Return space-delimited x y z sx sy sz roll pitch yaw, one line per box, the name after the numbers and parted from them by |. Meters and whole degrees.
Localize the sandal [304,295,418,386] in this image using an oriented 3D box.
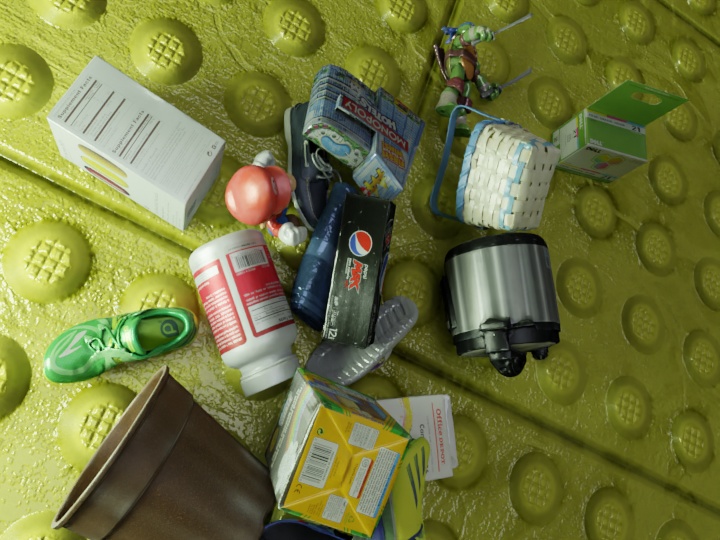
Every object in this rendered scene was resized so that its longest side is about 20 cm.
0.009 0.119 0.855 0.199 0.051 0.083 -33 52 -12 | sandal

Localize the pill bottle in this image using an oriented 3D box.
-0.153 0.059 0.779 0.109 0.112 0.206 -19 85 -23 | pill bottle

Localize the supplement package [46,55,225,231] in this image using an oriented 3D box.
-0.299 -0.167 0.777 0.196 0.114 0.112 32 68 -9 | supplement package

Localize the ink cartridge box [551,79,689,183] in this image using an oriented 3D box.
0.465 -0.246 1.033 0.142 0.200 0.079 9 74 -17 | ink cartridge box

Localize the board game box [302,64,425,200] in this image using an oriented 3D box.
0.012 -0.201 0.867 0.196 0.061 0.205 30 44 -27 | board game box

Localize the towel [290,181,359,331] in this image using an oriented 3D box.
-0.044 -0.020 0.846 0.047 0.112 0.206 11 70 29 | towel

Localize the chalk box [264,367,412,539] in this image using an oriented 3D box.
-0.040 0.212 0.711 0.121 0.200 0.128 24 89 -15 | chalk box

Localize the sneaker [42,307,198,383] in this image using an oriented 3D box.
-0.306 0.085 0.731 0.194 0.083 0.077 -18 84 -22 | sneaker

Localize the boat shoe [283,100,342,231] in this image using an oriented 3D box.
-0.071 -0.164 0.880 0.074 0.060 0.208 21 58 -60 | boat shoe

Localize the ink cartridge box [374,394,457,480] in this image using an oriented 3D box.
0.067 0.248 0.841 0.193 0.067 0.121 -1 78 -21 | ink cartridge box

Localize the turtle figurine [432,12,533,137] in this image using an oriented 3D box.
0.213 -0.342 0.989 0.194 0.144 0.200 20 79 -2 | turtle figurine

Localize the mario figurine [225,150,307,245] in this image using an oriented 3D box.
-0.110 -0.099 0.777 0.120 0.200 0.109 27 88 0 | mario figurine

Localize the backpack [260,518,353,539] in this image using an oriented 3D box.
-0.077 0.411 0.713 0.195 0.134 0.188 27 70 -13 | backpack

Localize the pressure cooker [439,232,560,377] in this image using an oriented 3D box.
0.220 0.060 0.883 0.170 0.178 0.208 -1 77 -23 | pressure cooker

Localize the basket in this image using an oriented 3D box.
0.198 -0.149 0.891 0.136 0.198 0.182 -8 119 -44 | basket

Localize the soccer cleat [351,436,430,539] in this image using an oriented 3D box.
0.054 0.302 0.724 0.082 0.066 0.201 28 41 11 | soccer cleat

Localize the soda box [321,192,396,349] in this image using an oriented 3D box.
0.000 0.000 0.802 0.068 0.063 0.208 10 93 12 | soda box

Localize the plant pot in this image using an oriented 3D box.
-0.216 0.257 0.678 0.197 0.199 0.203 40 67 -16 | plant pot
